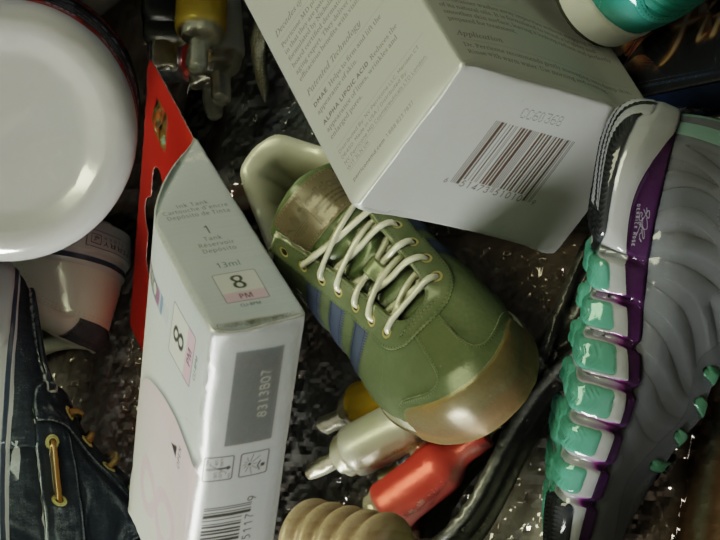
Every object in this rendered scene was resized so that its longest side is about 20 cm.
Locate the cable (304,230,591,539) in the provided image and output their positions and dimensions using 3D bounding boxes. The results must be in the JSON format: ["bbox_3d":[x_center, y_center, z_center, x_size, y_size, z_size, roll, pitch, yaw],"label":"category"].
[{"bbox_3d":[0.060,0.046,1.078,0.200,0.050,0.097,-42,41,26],"label":"cable"}]

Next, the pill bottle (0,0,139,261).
[{"bbox_3d":[-0.160,-0.075,1.227,0.116,0.116,0.200,-62,9,6],"label":"pill bottle"}]

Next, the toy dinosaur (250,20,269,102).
[{"bbox_3d":[-0.016,-0.170,1.238,0.102,0.077,0.200,-8,75,63],"label":"toy dinosaur"}]

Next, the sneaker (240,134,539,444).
[{"bbox_3d":[0.000,0.000,1.085,0.067,0.090,0.200,-44,26,2],"label":"sneaker"}]

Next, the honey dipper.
[{"bbox_3d":[0.049,0.118,1.013,0.200,0.038,0.038,5,78,44],"label":"honey dipper"}]

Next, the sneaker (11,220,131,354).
[{"bbox_3d":[-0.201,0.018,1.329,0.200,0.073,0.071,-9,62,41],"label":"sneaker"}]

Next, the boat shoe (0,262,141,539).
[{"bbox_3d":[-0.143,0.091,1.230,0.071,0.091,0.200,128,144,-59],"label":"boat shoe"}]

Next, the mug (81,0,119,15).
[{"bbox_3d":[-0.214,-0.206,1.369,0.153,0.186,0.150,32,136,54],"label":"mug"}]

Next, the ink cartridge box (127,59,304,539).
[{"bbox_3d":[-0.086,0.027,1.166,0.200,0.057,0.163,53,145,44],"label":"ink cartridge box"}]

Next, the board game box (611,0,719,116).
[{"bbox_3d":[0.126,-0.129,1.096,0.200,0.035,0.136,-10,67,42],"label":"board game box"}]

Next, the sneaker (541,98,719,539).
[{"bbox_3d":[0.123,0.038,1.015,0.074,0.087,0.200,-83,2,-76],"label":"sneaker"}]

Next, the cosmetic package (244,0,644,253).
[{"bbox_3d":[0.022,-0.110,1.080,0.081,0.113,0.200,-53,44,27],"label":"cosmetic package"}]

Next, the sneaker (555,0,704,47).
[{"bbox_3d":[0.130,-0.197,1.032,0.121,0.084,0.200,-16,71,45],"label":"sneaker"}]

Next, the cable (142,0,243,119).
[{"bbox_3d":[-0.076,-0.171,1.273,0.050,0.097,0.200,3,75,1],"label":"cable"}]
